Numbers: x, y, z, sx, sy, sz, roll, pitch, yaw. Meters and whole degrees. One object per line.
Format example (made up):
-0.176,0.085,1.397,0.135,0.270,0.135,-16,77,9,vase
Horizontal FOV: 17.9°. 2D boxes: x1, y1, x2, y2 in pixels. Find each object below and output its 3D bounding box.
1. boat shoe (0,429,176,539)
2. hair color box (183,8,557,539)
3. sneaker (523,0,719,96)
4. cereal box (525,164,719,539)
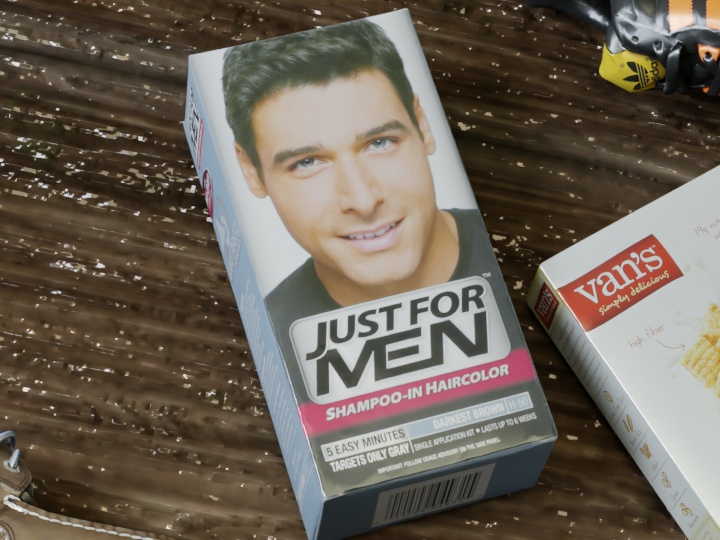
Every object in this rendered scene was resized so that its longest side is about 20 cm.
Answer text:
-0.157,0.093,0.870,0.198,0.072,0.073,8,63,-2,boat shoe
0.000,0.000,0.938,0.098,0.061,0.201,-13,67,-12,hair color box
0.152,-0.095,0.979,0.090,0.070,0.200,-36,52,-14,sneaker
0.180,0.051,0.944,0.143,0.040,0.201,-28,71,-19,cereal box
